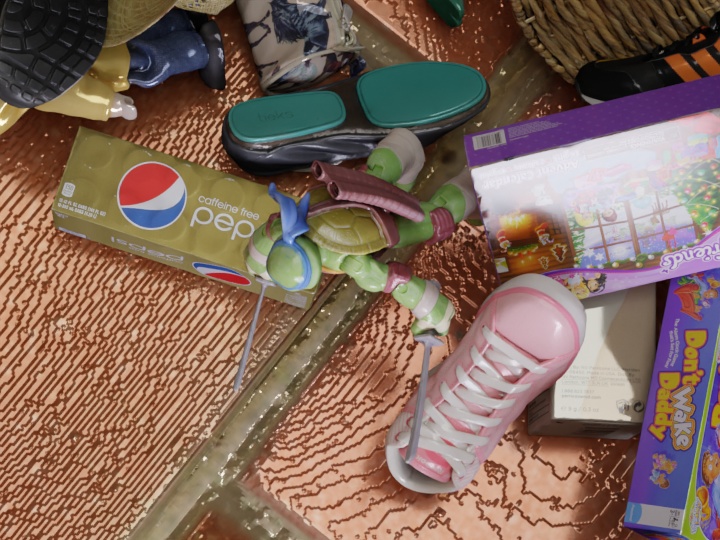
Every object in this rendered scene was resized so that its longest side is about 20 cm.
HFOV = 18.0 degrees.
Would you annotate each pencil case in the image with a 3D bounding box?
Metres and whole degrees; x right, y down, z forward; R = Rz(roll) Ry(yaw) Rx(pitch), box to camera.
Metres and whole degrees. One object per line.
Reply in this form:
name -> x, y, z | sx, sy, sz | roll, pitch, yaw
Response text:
pencil case -> -0.056, -0.234, 1.675 | 0.089, 0.078, 0.201 | -20, 79, 26

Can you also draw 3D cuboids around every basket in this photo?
basket -> 0.181, -0.235, 1.649 | 0.142, 0.200, 0.149 | -21, 46, 23

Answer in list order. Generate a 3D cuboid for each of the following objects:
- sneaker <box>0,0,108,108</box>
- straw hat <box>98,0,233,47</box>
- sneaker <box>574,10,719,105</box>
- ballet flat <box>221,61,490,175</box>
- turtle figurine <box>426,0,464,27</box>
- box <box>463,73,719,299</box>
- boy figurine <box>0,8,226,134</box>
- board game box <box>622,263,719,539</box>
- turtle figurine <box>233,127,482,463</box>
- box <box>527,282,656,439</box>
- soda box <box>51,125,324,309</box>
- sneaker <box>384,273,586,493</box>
sneaker -> -0.223, -0.192, 1.598 | 0.076, 0.087, 0.201 | 28, 59, -26
straw hat -> -0.121, -0.232, 1.622 | 0.085, 0.201, 0.202 | 29, 74, -39
sneaker -> 0.251, -0.154, 1.593 | 0.199, 0.070, 0.090 | 3, 112, 8
ballet flat -> -0.004, -0.106, 1.664 | 0.199, 0.073, 0.073 | -11, 80, -7
turtle figurine -> 0.132, -0.271, 1.697 | 0.200, 0.101, 0.150 | -33, 125, -21
box -> 0.181, -0.051, 1.533 | 0.199, 0.137, 0.039 | -14, 40, 6
boy figurine -> -0.197, -0.141, 1.629 | 0.199, 0.065, 0.124 | -18, 42, -17
board game box -> 0.249, 0.100, 1.612 | 0.045, 0.134, 0.201 | 5, 76, 31
turtle figurine -> 0.000, 0.000, 1.561 | 0.194, 0.144, 0.200 | -39, 114, -42
box -> 0.167, 0.017, 1.643 | 0.077, 0.095, 0.201 | 3, 80, -6
soda box -> -0.118, -0.037, 1.640 | 0.199, 0.064, 0.068 | 18, 77, -2
sneaker -> 0.081, 0.089, 1.555 | 0.075, 0.200, 0.105 | 36, 50, -5
